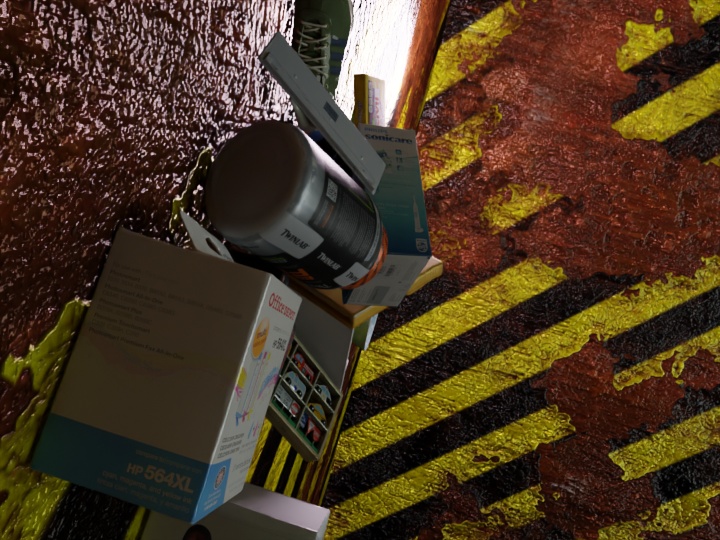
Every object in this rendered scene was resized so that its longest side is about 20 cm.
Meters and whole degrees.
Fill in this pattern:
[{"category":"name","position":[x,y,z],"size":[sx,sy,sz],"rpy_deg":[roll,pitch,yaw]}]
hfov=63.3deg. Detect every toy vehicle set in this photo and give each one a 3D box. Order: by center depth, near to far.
[{"category":"toy vehicle set","position":[-0.105,0.175,0.880],"size":[0.201,0.026,0.125],"rpy_deg":[56,36,-27]}]

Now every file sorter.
[{"category":"file sorter","position":[-0.075,0.094,0.988],"size":[0.125,0.137,0.202],"rpy_deg":[-68,172,-58]}]

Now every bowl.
[{"category":"bowl","position":[-0.006,0.137,1.810],"size":[0.201,0.104,0.203],"rpy_deg":[15,90,-84]}]

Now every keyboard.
[{"category":"keyboard","position":[-0.037,-0.174,0.659],"size":[0.200,0.011,0.057],"rpy_deg":[47,40,-29]}]

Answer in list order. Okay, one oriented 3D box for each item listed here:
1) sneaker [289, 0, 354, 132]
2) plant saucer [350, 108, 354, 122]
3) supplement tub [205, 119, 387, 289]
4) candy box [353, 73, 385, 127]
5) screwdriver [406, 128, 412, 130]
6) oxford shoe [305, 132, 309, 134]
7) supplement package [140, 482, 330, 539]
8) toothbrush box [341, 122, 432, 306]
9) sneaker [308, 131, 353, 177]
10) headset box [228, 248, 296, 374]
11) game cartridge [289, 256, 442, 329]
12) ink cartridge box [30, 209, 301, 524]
[{"category":"sneaker","position":[-0.051,-0.247,0.687],"size":[0.201,0.066,0.091],"rpy_deg":[100,3,-61]},{"category":"plant saucer","position":[-0.010,-0.207,1.049],"size":[0.201,0.038,0.203],"rpy_deg":[-165,-90,-82]},{"category":"supplement tub","position":[-0.054,-0.054,0.605],"size":[0.200,0.121,0.124],"rpy_deg":[35,69,-56]},{"category":"candy box","position":[0.017,-0.212,0.958],"size":[0.102,0.026,0.203],"rpy_deg":[-33,124,-68]},{"category":"screwdriver","position":[-0.001,-0.166,0.906],"size":[0.029,0.198,0.028],"rpy_deg":[57,27,-24]},{"category":"oxford shoe","position":[-0.039,-0.188,0.905],"size":[0.200,0.072,0.072],"rpy_deg":[-63,165,-63]},{"category":"supplement package","position":[-0.156,0.362,0.678],"size":[0.147,0.189,0.202],"rpy_deg":[81,25,-76]},{"category":"toothbrush box","position":[0.025,-0.072,0.794],"size":[0.147,0.084,0.202],"rpy_deg":[118,-27,-59]},{"category":"sneaker","position":[-0.065,-0.071,0.745],"size":[0.070,0.078,0.202],"rpy_deg":[-10,129,-54]},{"category":"headset box","position":[-0.139,0.094,0.709],"size":[0.201,0.074,0.150],"rpy_deg":[94,13,-59]},{"category":"game cartridge","position":[0.000,0.000,0.907],"size":[0.199,0.176,0.033],"rpy_deg":[-26,133,-37]},{"category":"ink cartridge box","position":[-0.135,0.066,0.464],"size":[0.129,0.124,0.202],"rpy_deg":[69,38,-79]}]
